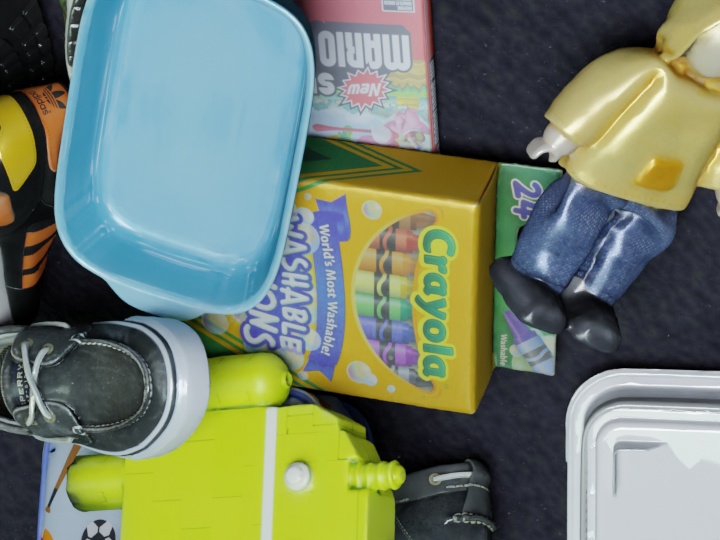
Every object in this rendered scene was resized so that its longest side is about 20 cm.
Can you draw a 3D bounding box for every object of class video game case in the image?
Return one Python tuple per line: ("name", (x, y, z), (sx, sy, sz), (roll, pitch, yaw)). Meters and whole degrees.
("video game case", (-0.030, -0.079, 1.318), (0.142, 0.017, 0.201), (4, 120, 16))

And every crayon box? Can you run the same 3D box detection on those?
("crayon box", (0.000, 0.000, 1.313), (0.199, 0.052, 0.126), (7, 121, 14))

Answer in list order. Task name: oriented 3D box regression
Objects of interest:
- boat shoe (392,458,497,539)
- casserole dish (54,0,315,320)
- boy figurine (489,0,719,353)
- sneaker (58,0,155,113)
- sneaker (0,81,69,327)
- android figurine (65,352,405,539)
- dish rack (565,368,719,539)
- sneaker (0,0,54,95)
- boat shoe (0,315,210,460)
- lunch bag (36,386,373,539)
("boat shoe", (-0.016, 0.142, 1.424), (0.199, 0.072, 0.068), (-7, 78, 29))
("casserole dish", (-0.082, -0.069, 1.249), (0.121, 0.039, 0.201), (18, 121, 9))
("boy figurine", (0.146, -0.058, 1.232), (0.124, 0.064, 0.200), (22, 113, -26))
("sneaker", (-0.129, -0.163, 1.275), (0.077, 0.089, 0.201), (-17, 124, -8))
("sneaker", (-0.172, -0.031, 1.339), (0.070, 0.090, 0.200), (58, 168, 21))
("android figurine", (-0.064, 0.133, 1.301), (0.199, 0.041, 0.183), (-5, 74, 30))
("dish rack", (0.192, 0.153, 1.337), (0.171, 0.044, 0.201), (2, 112, 9))
("sneaker", (-0.216, -0.140, 1.329), (0.087, 0.076, 0.201), (33, 138, 34))
("boat shoe", (-0.152, 0.062, 1.300), (0.200, 0.071, 0.072), (-8, 82, 52))
("lunch bag", (-0.082, 0.135, 1.380), (0.199, 0.076, 0.161), (-4, 74, 31))
